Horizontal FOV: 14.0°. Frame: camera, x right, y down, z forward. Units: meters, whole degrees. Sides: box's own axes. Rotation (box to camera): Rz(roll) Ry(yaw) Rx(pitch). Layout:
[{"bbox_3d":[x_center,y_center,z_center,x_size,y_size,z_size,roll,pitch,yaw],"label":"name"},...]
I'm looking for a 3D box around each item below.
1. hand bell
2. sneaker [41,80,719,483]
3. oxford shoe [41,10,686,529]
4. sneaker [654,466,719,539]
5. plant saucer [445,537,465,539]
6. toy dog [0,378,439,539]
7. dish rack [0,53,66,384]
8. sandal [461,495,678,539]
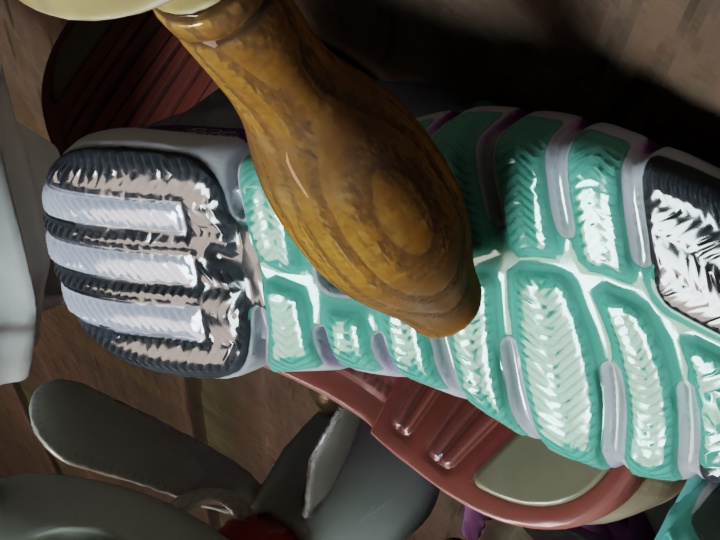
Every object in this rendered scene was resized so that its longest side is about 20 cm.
[{"bbox_3d":[-0.023,-0.046,0.500,0.104,0.104,0.200,30,166,37],"label":"hand bell"},{"bbox_3d":[0.032,-0.014,0.621,0.199,0.088,0.075,11,122,28],"label":"sneaker"},{"bbox_3d":[0.000,0.000,0.725,0.200,0.071,0.075,42,-170,25],"label":"oxford shoe"},{"bbox_3d":[0.134,0.091,0.629,0.091,0.078,0.199,16,175,44],"label":"sneaker"},{"bbox_3d":[0.094,0.122,0.791,0.199,0.030,0.200,27,178,1],"label":"plant saucer"},{"bbox_3d":[-0.059,0.057,0.748,0.200,0.131,0.097,-45,-55,-69],"label":"toy dog"},{"bbox_3d":[-0.110,-0.051,0.769,0.200,0.043,0.173,128,128,-79],"label":"dish rack"},{"bbox_3d":[0.055,0.065,0.851,0.082,0.050,0.203,26,164,46],"label":"sandal"}]
